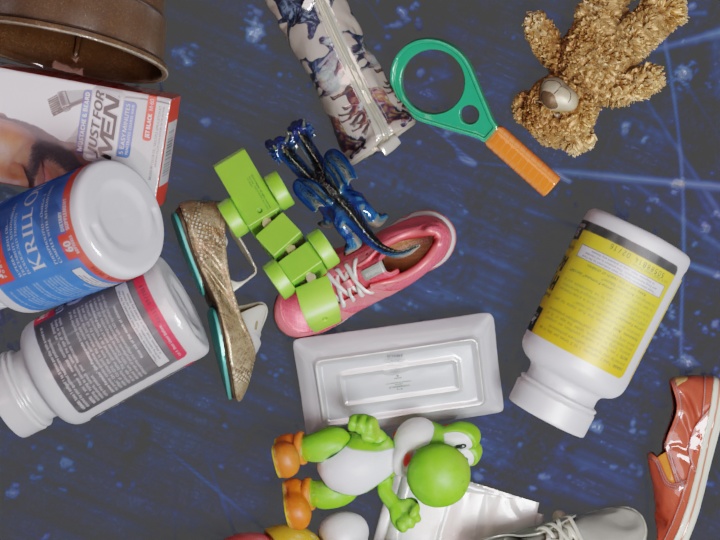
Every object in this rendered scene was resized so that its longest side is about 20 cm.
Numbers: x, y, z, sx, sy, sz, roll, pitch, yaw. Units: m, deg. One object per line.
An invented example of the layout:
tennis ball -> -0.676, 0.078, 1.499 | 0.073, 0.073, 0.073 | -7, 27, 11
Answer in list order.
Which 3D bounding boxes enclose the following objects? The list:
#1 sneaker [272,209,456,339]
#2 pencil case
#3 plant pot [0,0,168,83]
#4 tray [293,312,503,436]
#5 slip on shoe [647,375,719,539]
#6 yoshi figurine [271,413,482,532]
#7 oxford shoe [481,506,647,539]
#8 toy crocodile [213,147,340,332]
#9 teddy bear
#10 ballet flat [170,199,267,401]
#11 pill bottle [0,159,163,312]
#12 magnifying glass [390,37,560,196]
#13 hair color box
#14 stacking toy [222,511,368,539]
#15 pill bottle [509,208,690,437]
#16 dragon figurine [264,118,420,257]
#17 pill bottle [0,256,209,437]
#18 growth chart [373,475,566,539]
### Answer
sneaker -> 0.000, 0.000, 1.406 | 0.199, 0.087, 0.074 | -30, 92, 2
pencil case -> -0.019, -0.200, 1.397 | 0.077, 0.089, 0.201 | -27, 93, 1
plant pot -> -0.260, -0.296, 1.353 | 0.199, 0.200, 0.200 | 9, 85, 0
tray -> 0.038, 0.107, 1.430 | 0.198, 0.022, 0.108 | -8, 106, 0
slip on shoe -> 0.307, 0.197, 1.422 | 0.061, 0.074, 0.202 | 13, 88, 8
yoshi figurine -> 0.021, 0.191, 1.384 | 0.198, 0.113, 0.113 | -11, 66, 1
oxford shoe -> 0.189, 0.267, 1.399 | 0.199, 0.075, 0.058 | -14, 130, -17
toy crocodile -> -0.077, -0.032, 1.384 | 0.067, 0.062, 0.200 | -35, 69, -5
teddy bear -> 0.228, -0.210, 1.405 | 0.199, 0.067, 0.145 | -36, 90, 2
ballet flat -> -0.126, 0.025, 1.421 | 0.065, 0.070, 0.201 | -17, 96, -13
pill bottle -> -0.289, -0.023, 1.363 | 0.199, 0.112, 0.113 | -19, 92, 34
magnifying glass -> 0.113, -0.148, 1.424 | 0.200, 0.022, 0.080 | 42, 108, 0
hair color box -> -0.283, -0.132, 1.410 | 0.198, 0.064, 0.112 | 10, 100, 1
stacking toy -> -0.078, 0.295, 1.412 | 0.199, 0.146, 0.147 | -27, 92, -13
pill bottle -> 0.223, 0.052, 1.394 | 0.111, 0.111, 0.201 | 27, 92, -1
dragon figurine -> -0.025, -0.072, 1.377 | 0.059, 0.200, 0.100 | -40, 130, -1
pill bottle -> -0.255, 0.078, 1.400 | 0.199, 0.111, 0.111 | -29, 92, 1
growth chart -> 0.106, 0.273, 1.451 | 0.199, 0.018, 0.146 | 21, 93, 0
